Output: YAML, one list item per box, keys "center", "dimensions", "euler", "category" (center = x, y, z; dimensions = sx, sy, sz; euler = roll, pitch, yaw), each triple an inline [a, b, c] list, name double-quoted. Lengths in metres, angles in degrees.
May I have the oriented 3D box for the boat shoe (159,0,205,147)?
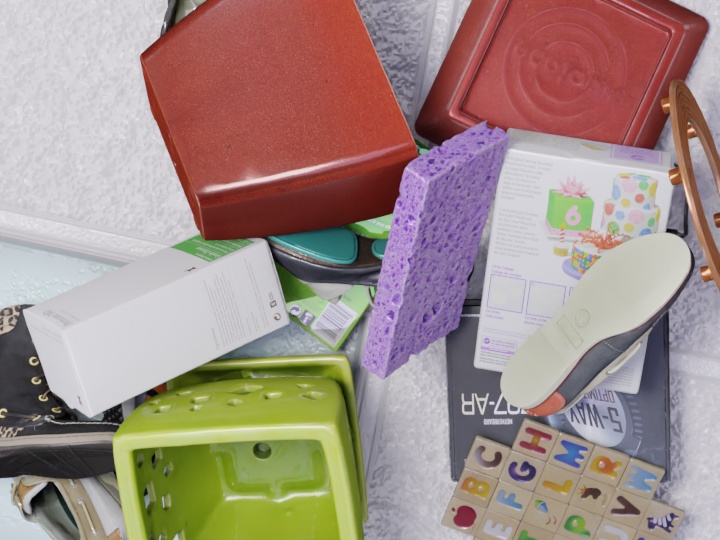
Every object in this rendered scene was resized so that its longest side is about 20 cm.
- center: [-0.150, -0.195, 1.602]
  dimensions: [0.071, 0.066, 0.203]
  euler: [10, 99, 7]
  category: "boat shoe"

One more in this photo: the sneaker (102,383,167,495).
- center: [-0.188, 0.115, 1.654]
  dimensions: [0.089, 0.070, 0.202]
  euler: [-11, 113, -22]
  category: "sneaker"

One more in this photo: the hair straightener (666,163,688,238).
- center: [0.219, -0.108, 1.567]
  dimensions: [0.200, 0.041, 0.077]
  euler: [46, 102, 6]
  category: "hair straightener"

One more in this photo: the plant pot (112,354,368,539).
- center: [-0.091, 0.183, 1.577]
  dimensions: [0.197, 0.182, 0.201]
  euler: [-4, 113, 9]
  category: "plant pot"

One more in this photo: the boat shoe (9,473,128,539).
- center: [-0.286, 0.192, 1.655]
  dimensions: [0.199, 0.068, 0.075]
  euler: [37, 129, 19]
  category: "boat shoe"

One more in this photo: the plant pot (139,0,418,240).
- center: [-0.076, -0.129, 1.491]
  dimensions: [0.175, 0.200, 0.202]
  euler: [-22, 80, -7]
  category: "plant pot"

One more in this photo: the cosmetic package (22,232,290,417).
- center: [-0.174, 0.041, 1.549]
  dimensions: [0.199, 0.107, 0.086]
  euler: [-24, 110, -25]
  category: "cosmetic package"

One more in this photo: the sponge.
- center: [0.059, -0.016, 1.472]
  dimensions: [0.030, 0.111, 0.202]
  euler: [32, 130, 25]
  category: "sponge"

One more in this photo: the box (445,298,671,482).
- center: [0.176, 0.106, 1.606]
  dimensions: [0.197, 0.044, 0.162]
  euler: [0, 98, 9]
  category: "box"

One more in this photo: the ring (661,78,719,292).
- center: [0.283, -0.059, 1.487]
  dimensions: [0.019, 0.200, 0.203]
  euler: [-15, 96, 20]
  category: "ring"

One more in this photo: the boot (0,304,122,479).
- center: [-0.283, 0.108, 1.622]
  dimensions: [0.198, 0.073, 0.152]
  euler: [-7, 58, 26]
  category: "boot"

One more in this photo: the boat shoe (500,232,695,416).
- center: [0.201, 0.047, 1.471]
  dimensions: [0.200, 0.062, 0.072]
  euler: [-46, 50, 20]
  category: "boat shoe"

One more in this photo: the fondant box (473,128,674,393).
- center: [0.179, -0.007, 1.516]
  dimensions: [0.142, 0.058, 0.202]
  euler: [9, 114, 7]
  category: "fondant box"

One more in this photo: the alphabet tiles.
- center: [0.179, 0.221, 1.608]
  dimensions: [0.198, 0.006, 0.168]
  euler: [20, 119, -2]
  category: "alphabet tiles"

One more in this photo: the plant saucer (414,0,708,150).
- center: [0.174, -0.168, 1.539]
  dimensions: [0.198, 0.037, 0.202]
  euler: [25, 87, 0]
  category: "plant saucer"

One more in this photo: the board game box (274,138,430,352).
- center: [-0.002, -0.035, 1.623]
  dimensions: [0.095, 0.030, 0.201]
  euler: [36, 104, 2]
  category: "board game box"

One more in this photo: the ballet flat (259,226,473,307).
- center: [0.000, 0.000, 1.582]
  dimensions: [0.197, 0.073, 0.074]
  euler: [7, 99, 0]
  category: "ballet flat"
